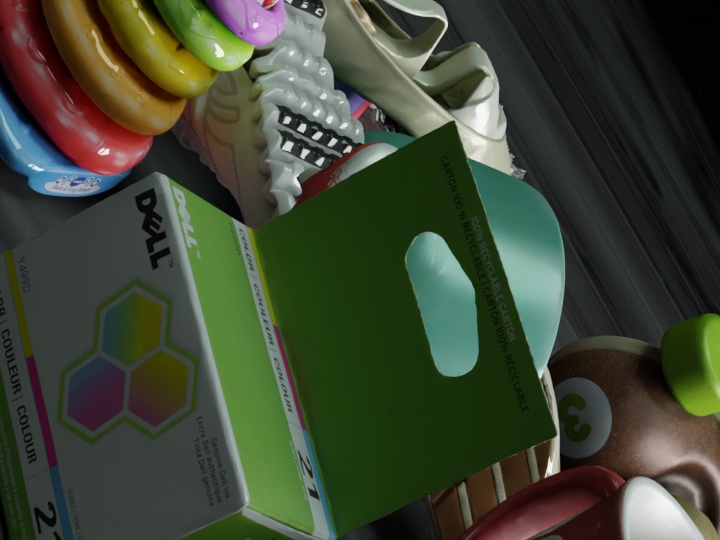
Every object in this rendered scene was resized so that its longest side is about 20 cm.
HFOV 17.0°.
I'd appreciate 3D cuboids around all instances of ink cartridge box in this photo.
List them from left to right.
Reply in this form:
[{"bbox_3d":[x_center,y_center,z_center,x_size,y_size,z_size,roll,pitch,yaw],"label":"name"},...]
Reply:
[{"bbox_3d":[-0.044,0.032,0.931,0.076,0.199,0.149,31,37,-56],"label":"ink cartridge box"}]

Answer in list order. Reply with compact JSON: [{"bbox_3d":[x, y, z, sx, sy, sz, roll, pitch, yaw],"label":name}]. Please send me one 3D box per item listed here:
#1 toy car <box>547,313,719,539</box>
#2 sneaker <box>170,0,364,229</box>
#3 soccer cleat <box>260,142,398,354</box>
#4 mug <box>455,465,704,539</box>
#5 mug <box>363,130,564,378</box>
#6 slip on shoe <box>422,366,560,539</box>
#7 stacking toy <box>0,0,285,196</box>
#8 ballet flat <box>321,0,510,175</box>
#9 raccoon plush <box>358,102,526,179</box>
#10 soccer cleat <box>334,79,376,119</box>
[{"bbox_3d":[0.152,0.151,1.364,0.158,0.164,0.201,47,39,-30],"label":"toy car"},{"bbox_3d":[-0.049,-0.069,1.110,0.075,0.081,0.201,30,35,-42],"label":"sneaker"},{"bbox_3d":[-0.017,0.045,1.006,0.085,0.201,0.068,33,11,40],"label":"soccer cleat"},{"bbox_3d":[0.060,0.181,1.010,0.134,0.199,0.177,62,19,-3],"label":"mug"},{"bbox_3d":[0.000,0.010,1.169,0.114,0.185,0.153,19,82,-29],"label":"mug"},{"bbox_3d":[0.070,0.118,1.247,0.061,0.075,0.201,-101,-179,-76],"label":"slip on shoe"},{"bbox_3d":[-0.074,-0.122,1.046,0.110,0.199,0.116,66,21,10],"label":"stacking toy"},{"bbox_3d":[0.030,-0.100,1.224,0.200,0.069,0.070,37,32,-37],"label":"ballet flat"},{"bbox_3d":[0.038,-0.021,1.433,0.134,0.096,0.201,55,47,-61],"label":"raccoon plush"},{"bbox_3d":[-0.027,-0.146,1.318,0.076,0.066,0.201,45,28,-31],"label":"soccer cleat"}]
